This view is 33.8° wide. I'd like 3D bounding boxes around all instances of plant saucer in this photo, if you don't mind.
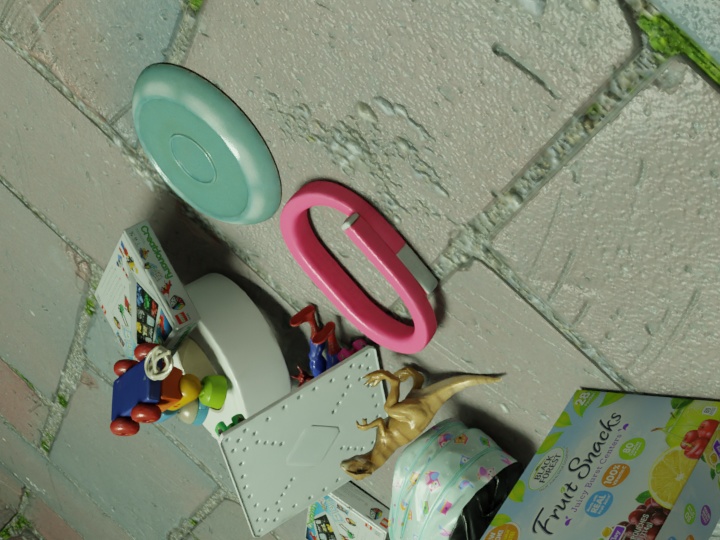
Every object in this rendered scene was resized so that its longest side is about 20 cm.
[{"bbox_3d":[-0.168,-0.122,1.232,0.198,0.027,0.202,30,147,21],"label":"plant saucer"}]

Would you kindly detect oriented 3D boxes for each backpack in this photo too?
[{"bbox_3d":[0.103,0.261,1.278,0.126,0.166,0.202,31,143,27],"label":"backpack"}]

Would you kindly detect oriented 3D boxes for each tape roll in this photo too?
[{"bbox_3d":[-0.166,0.109,1.427,0.202,0.070,0.205,38,144,35],"label":"tape roll"}]

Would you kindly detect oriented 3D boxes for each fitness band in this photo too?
[{"bbox_3d":[0.000,0.000,1.178,0.201,0.037,0.143,49,150,-9],"label":"fitness band"}]

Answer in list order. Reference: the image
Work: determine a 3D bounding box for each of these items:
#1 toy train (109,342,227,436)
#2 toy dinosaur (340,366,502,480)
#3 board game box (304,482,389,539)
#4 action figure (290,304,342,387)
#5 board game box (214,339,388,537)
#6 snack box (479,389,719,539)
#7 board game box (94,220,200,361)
[{"bbox_3d":[-0.197,0.129,1.317,0.114,0.086,0.199,10,156,-29],"label":"toy train"},{"bbox_3d":[0.060,0.142,1.244,0.060,0.200,0.107,30,-157,-52],"label":"toy dinosaur"},{"bbox_3d":[-0.017,0.359,1.657,0.125,0.035,0.201,33,149,15],"label":"board game box"},{"bbox_3d":[-0.039,0.129,1.376,0.065,0.052,0.202,30,151,35],"label":"action figure"},{"bbox_3d":[-0.059,0.190,1.338,0.026,0.198,0.202,46,158,39],"label":"board game box"},{"bbox_3d":[0.215,0.199,1.012,0.167,0.200,0.068,0,130,50],"label":"snack box"},{"bbox_3d":[-0.254,0.040,1.386,0.128,0.034,0.200,60,151,8],"label":"board game box"}]
